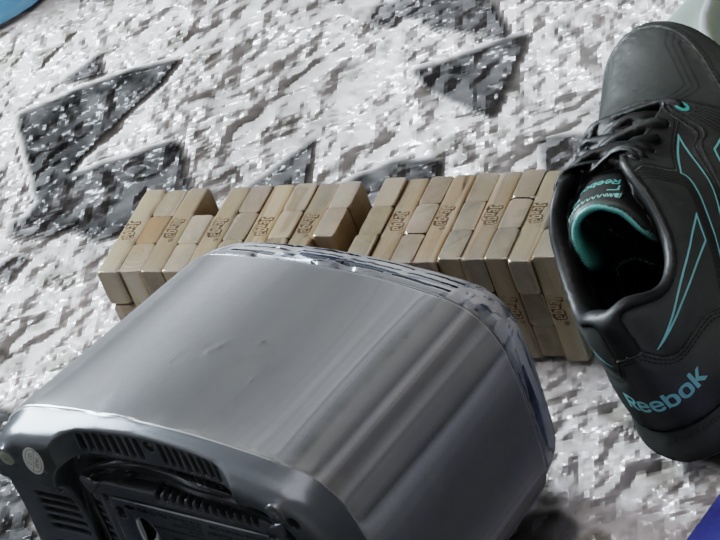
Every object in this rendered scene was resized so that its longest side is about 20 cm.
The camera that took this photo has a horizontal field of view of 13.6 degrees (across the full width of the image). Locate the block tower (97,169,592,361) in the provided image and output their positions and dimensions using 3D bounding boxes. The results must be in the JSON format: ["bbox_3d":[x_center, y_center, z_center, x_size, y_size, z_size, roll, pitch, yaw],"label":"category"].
[{"bbox_3d":[0.000,0.000,1.192,0.199,0.054,0.058,-1,42,28],"label":"block tower"}]

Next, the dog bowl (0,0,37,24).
[{"bbox_3d":[-0.236,-0.175,1.553,0.199,0.050,0.112,14,49,40],"label":"dog bowl"}]

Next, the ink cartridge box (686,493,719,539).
[{"bbox_3d":[0.190,0.071,0.947,0.199,0.041,0.200,-4,17,25],"label":"ink cartridge box"}]

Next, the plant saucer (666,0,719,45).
[{"bbox_3d":[0.191,-0.090,1.207,0.199,0.050,0.201,-16,36,12],"label":"plant saucer"}]

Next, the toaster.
[{"bbox_3d":[-0.020,0.067,1.068,0.199,0.114,0.129,9,44,39],"label":"toaster"}]

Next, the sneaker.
[{"bbox_3d":[0.111,-0.028,1.113,0.075,0.079,0.201,-29,40,26],"label":"sneaker"}]
